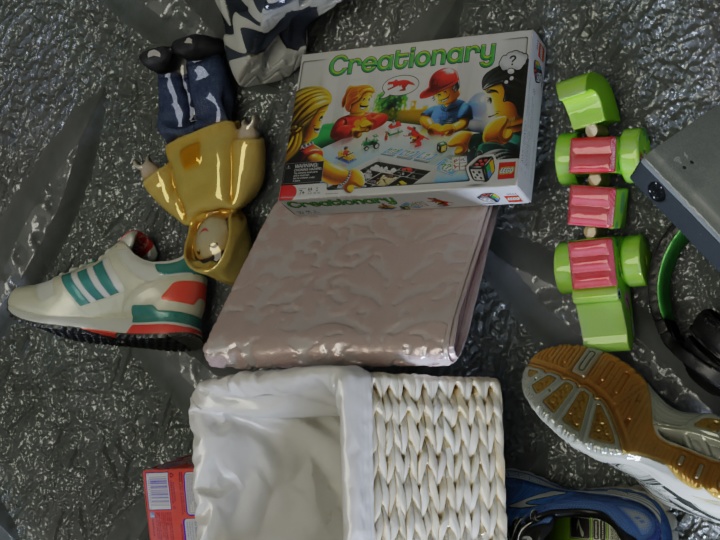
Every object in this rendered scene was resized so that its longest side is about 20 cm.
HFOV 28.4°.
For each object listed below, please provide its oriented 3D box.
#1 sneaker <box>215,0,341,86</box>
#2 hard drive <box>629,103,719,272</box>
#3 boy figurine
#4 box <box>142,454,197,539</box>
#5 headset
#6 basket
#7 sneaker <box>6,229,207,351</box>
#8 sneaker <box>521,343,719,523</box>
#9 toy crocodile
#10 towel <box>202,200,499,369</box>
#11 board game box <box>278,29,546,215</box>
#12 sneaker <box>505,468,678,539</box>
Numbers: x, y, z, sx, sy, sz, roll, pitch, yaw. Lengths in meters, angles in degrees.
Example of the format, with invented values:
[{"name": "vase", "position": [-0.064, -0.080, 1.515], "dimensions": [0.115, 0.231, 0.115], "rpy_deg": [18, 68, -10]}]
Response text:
[{"name": "sneaker", "position": [-0.068, -0.249, 1.103], "dimensions": [0.131, 0.079, 0.199], "rpy_deg": [66, 153, 17]}, {"name": "hard drive", "position": [0.291, -0.026, 0.936], "dimensions": [0.200, 0.139, 0.033], "rpy_deg": [49, 148, 16]}, {"name": "boy figurine", "position": [-0.134, -0.086, 1.180], "dimensions": [0.123, 0.064, 0.203], "rpy_deg": [-10, 85, 24]}, {"name": "box", "position": [-0.102, 0.252, 1.165], "dimensions": [0.101, 0.094, 0.203], "rpy_deg": [-7, 90, 27]}, {"name": "headset", "position": [0.269, 0.042, 0.969], "dimensions": [0.123, 0.094, 0.202], "rpy_deg": [-36, 66, 24]}, {"name": "basket", "position": [-0.009, 0.172, 1.038], "dimensions": [0.197, 0.159, 0.203], "rpy_deg": [-11, 80, 51]}, {"name": "sneaker", "position": [-0.214, 0.014, 1.232], "dimensions": [0.197, 0.070, 0.095], "rpy_deg": [4, 77, 28]}, {"name": "sneaker", "position": [0.200, 0.127, 1.013], "dimensions": [0.199, 0.088, 0.076], "rpy_deg": [30, 67, 29]}, {"name": "toy crocodile", "position": [0.172, -0.041, 1.030], "dimensions": [0.067, 0.062, 0.203], "rpy_deg": [0, 94, 26]}, {"name": "towel", "position": [0.000, 0.000, 1.066], "dimensions": [0.197, 0.192, 0.032], "rpy_deg": [-4, 132, 26]}, {"name": "board game box", "position": [0.038, -0.110, 1.083], "dimensions": [0.197, 0.035, 0.128], "rpy_deg": [-2, 68, 26]}, {"name": "sneaker", "position": [0.127, 0.191, 1.049], "dimensions": [0.198, 0.089, 0.080], "rpy_deg": [-7, 90, 32]}]
